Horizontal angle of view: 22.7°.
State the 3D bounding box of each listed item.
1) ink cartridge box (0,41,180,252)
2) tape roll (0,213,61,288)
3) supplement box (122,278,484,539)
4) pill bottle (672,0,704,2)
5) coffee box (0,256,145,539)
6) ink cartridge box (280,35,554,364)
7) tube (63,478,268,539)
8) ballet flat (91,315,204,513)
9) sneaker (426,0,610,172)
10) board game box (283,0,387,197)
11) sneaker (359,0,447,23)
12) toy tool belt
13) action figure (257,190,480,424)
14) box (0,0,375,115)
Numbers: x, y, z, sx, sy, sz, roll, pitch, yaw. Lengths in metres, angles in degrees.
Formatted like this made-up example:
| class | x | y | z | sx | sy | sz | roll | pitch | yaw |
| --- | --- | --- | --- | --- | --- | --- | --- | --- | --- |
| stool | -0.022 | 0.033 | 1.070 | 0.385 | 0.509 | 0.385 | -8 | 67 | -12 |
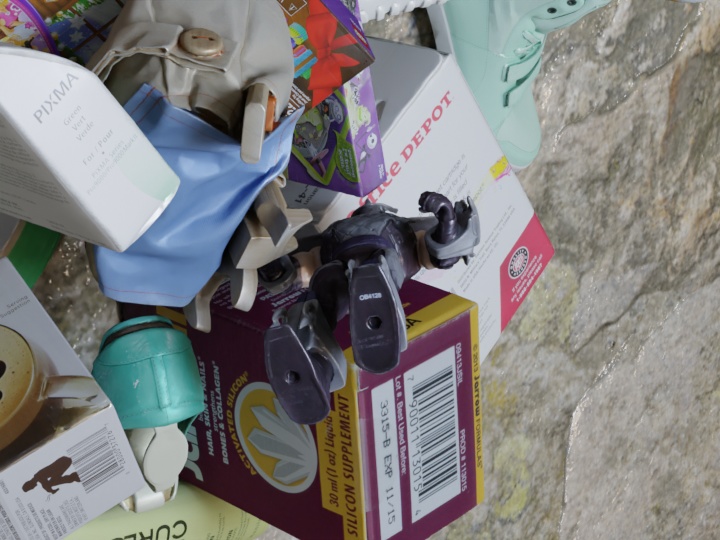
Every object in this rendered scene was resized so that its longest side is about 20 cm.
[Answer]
| class | x | y | z | sx | sy | sz | roll | pitch | yaw |
| --- | --- | --- | --- | --- | --- | --- | --- | --- | --- |
| ink cartridge box | -0.187 | -0.098 | 0.763 | 0.050 | 0.160 | 0.200 | -53 | 135 | -21 |
| tape roll | -0.232 | -0.054 | 0.888 | 0.200 | 0.048 | 0.202 | -19 | 117 | -42 |
| supplement box | -0.034 | 0.066 | 1.031 | 0.103 | 0.199 | 0.132 | -26 | 121 | -39 |
| pill bottle | 0.190 | -0.236 | 1.173 | 0.112 | 0.199 | 0.114 | -19 | 117 | -43 |
| coffee box | -0.220 | 0.100 | 0.855 | 0.199 | 0.113 | 0.080 | -32 | 145 | -14 |
| ink cartridge box | 0.028 | -0.029 | 1.155 | 0.148 | 0.085 | 0.200 | -52 | 134 | -21 |
| tube | -0.130 | 0.157 | 1.052 | 0.199 | 0.052 | 0.059 | -10 | 94 | -54 |
| ballet flat | -0.123 | 0.092 | 0.972 | 0.067 | 0.200 | 0.071 | -9 | 69 | -16 |
| sneaker | 0.115 | -0.146 | 1.176 | 0.074 | 0.117 | 0.201 | -63 | 143 | -41 |
| board game box | -0.051 | -0.144 | 1.002 | 0.032 | 0.120 | 0.201 | -33 | 126 | -36 |
| sneaker | 0.022 | -0.185 | 1.066 | 0.198 | 0.076 | 0.081 | 7 | 99 | -14 |
| toy tool belt | -0.088 | -0.035 | 0.864 | 0.124 | 0.123 | 0.201 | 2 | 133 | -24 |
| action figure | 0.000 | 0.000 | 0.930 | 0.200 | 0.129 | 0.070 | -75 | 144 | -68 |
| box | -0.101 | -0.129 | 0.884 | 0.136 | 0.039 | 0.200 | -35 | 136 | 14 |
